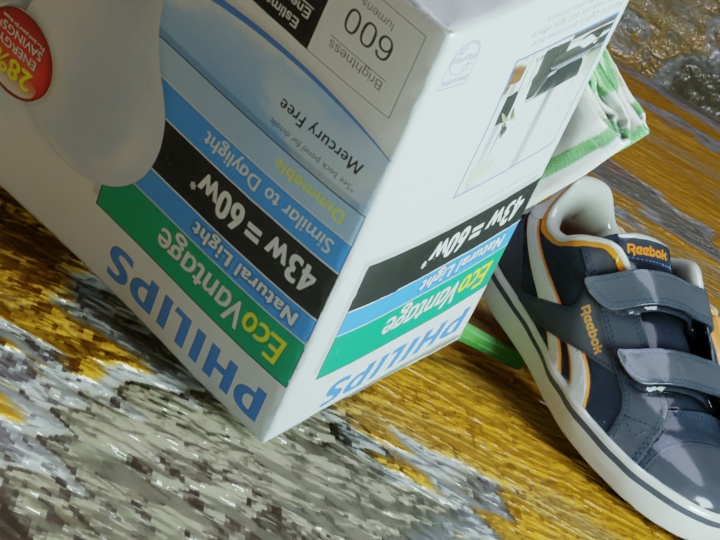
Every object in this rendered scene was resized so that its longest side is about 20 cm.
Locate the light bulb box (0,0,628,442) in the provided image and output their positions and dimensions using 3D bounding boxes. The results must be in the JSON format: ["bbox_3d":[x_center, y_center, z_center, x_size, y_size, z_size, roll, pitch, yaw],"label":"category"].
[{"bbox_3d":[-0.031,-0.084,1.028,0.198,0.200,0.125,42,41,21],"label":"light bulb box"}]

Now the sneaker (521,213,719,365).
[{"bbox_3d":[0.117,0.033,1.397,0.077,0.079,0.200,-2,28,-28],"label":"sneaker"}]

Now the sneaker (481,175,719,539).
[{"bbox_3d":[0.124,0.035,1.288,0.078,0.080,0.200,15,30,-42],"label":"sneaker"}]

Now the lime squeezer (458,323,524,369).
[{"bbox_3d":[0.000,0.000,1.288,0.199,0.038,0.071,26,15,-15],"label":"lime squeezer"}]

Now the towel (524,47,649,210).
[{"bbox_3d":[0.011,-0.107,1.082,0.023,0.152,0.201,-28,87,-45],"label":"towel"}]
